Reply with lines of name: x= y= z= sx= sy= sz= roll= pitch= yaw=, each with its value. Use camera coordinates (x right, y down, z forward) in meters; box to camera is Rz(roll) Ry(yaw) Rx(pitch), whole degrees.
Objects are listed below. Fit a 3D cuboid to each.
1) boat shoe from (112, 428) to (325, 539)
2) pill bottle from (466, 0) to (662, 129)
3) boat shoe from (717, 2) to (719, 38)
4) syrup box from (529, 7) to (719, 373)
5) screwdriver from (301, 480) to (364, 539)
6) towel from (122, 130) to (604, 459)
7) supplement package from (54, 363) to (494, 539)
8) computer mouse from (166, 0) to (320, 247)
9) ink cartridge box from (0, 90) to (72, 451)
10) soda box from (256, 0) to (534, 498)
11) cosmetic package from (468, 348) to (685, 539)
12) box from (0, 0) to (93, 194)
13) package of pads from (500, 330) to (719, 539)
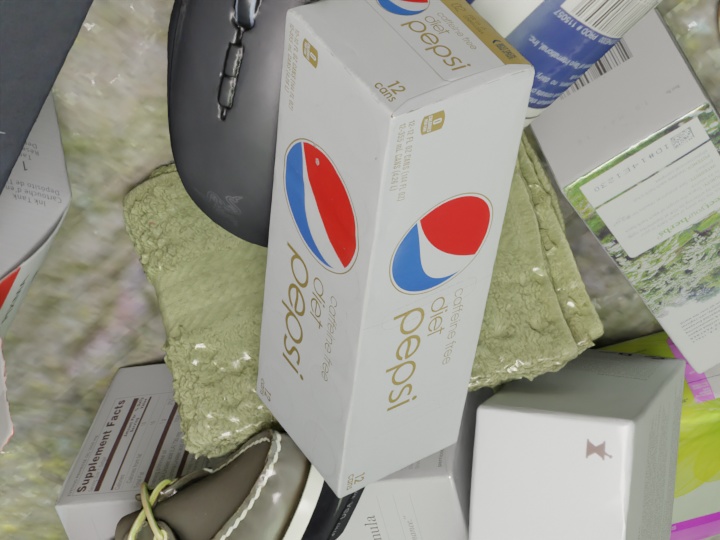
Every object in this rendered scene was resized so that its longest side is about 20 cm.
boat shoe: x=-0.086 y=0.131 z=0.730 sx=0.060 sy=0.072 sz=0.202 roll=32 pitch=127 yaw=-14
pill bottle: x=0.037 y=-0.105 z=0.675 sx=0.110 sy=0.112 sz=0.200 roll=24 pitch=124 yaw=-40
boat shoe: x=0.232 y=-0.073 z=0.828 sx=0.071 sy=0.065 sz=0.200 roll=-26 pitch=139 yaw=7
syrup box: x=0.158 y=-0.037 z=0.823 sx=0.078 sy=0.082 sz=0.200 roll=-31 pitch=141 yaw=13
screwdriver: x=-0.039 y=0.148 z=0.753 sx=0.028 sy=0.029 sz=0.201 roll=27 pitch=121 yaw=0
towel: x=0.000 y=0.000 z=0.754 sx=0.198 sy=0.150 sz=0.037 roll=-15 pitch=159 yaw=-6
supplement package: x=-0.031 y=0.115 z=0.818 sx=0.198 sy=0.110 sz=0.115 roll=-7 pitch=122 yaw=17
computer mouse: x=-0.064 y=-0.100 z=0.624 sx=0.139 sy=0.046 sz=0.202 roll=25 pitch=127 yaw=14
ink cartridge box: x=-0.163 y=0.039 z=0.679 sx=0.050 sy=0.201 sz=0.161 roll=10 pitch=131 yaw=-31
soda box: x=0.008 y=-0.009 z=0.623 sx=0.063 sy=0.068 sz=0.201 roll=-22 pitch=141 yaw=-27
cosmetic package: x=0.108 y=0.101 z=0.788 sx=0.070 sy=0.103 sz=0.200 roll=6 pitch=-174 yaw=17
box: x=-0.183 y=-0.083 z=0.580 sx=0.103 sy=0.149 sz=0.201 roll=11 pitch=130 yaw=-32
package of pads: x=0.181 y=0.106 z=0.997 sx=0.198 sy=0.069 sz=0.155 roll=-15 pitch=139 yaw=-9
